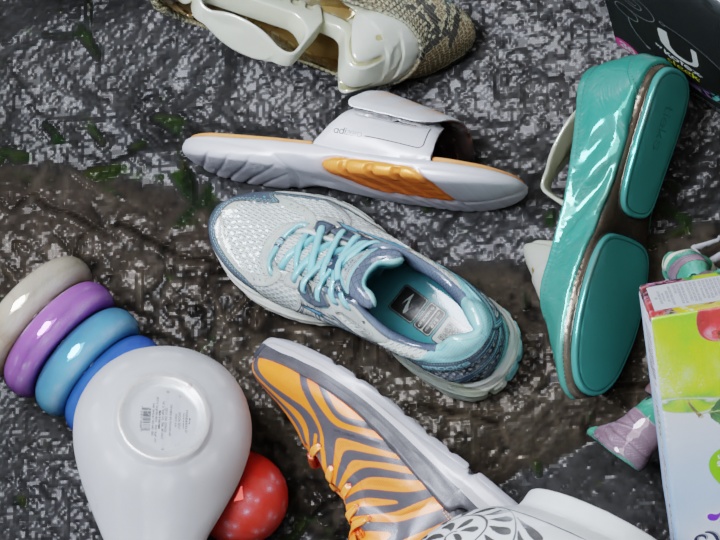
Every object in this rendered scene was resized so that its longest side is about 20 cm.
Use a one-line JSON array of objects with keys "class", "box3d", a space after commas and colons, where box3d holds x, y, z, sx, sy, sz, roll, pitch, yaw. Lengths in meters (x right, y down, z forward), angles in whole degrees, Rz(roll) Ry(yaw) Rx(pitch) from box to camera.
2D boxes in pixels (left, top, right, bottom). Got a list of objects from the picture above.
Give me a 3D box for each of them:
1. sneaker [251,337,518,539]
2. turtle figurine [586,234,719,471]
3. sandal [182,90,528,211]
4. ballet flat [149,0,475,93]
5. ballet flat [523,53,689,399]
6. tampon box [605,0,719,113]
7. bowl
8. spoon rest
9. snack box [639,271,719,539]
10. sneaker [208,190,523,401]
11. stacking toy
[{"class": "sneaker", "box3d": [-0.004, 0.129, 1.437, 0.200, 0.078, 0.112, 38, 84, 18]}, {"class": "turtle figurine", "box3d": [0.220, 0.035, 1.409, 0.150, 0.101, 0.200, 35, 90, 18]}, {"class": "sandal", "box3d": [-0.003, -0.077, 1.491, 0.206, 0.079, 0.059, 8, 80, 16]}, {"class": "ballet flat", "box3d": [-0.031, -0.139, 1.487, 0.199, 0.068, 0.075, 16, 36, -10]}, {"class": "ballet flat", "box3d": [0.131, -0.026, 1.461, 0.070, 0.067, 0.201, 9, 82, 42]}, {"class": "tampon box", "box3d": [0.222, -0.167, 1.404, 0.150, 0.200, 0.126, 36, 85, 19]}, {"class": "bowl", "box3d": [0.106, 0.173, 1.331, 0.200, 0.201, 0.094, 23, 76, 17]}, {"class": "spoon rest", "box3d": [-0.114, 0.133, 1.409, 0.099, 0.061, 0.200, 6, 62, -3]}, {"class": "snack box", "box3d": [0.228, 0.097, 1.346, 0.142, 0.053, 0.201, -8, 110, 2]}, {"class": "sneaker", "box3d": [0.000, 0.000, 1.466, 0.200, 0.086, 0.078, 25, 81, 17]}, {"class": "stacking toy", "box3d": [-0.124, 0.085, 1.479, 0.200, 0.085, 0.085, 42, 87, 13]}]
